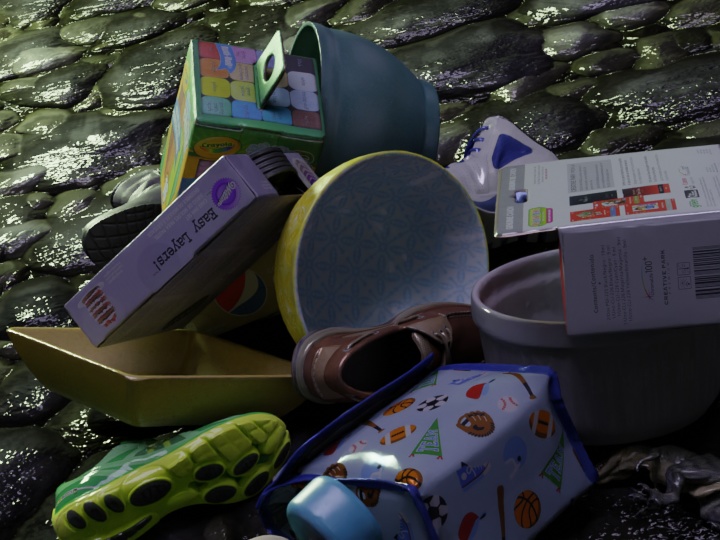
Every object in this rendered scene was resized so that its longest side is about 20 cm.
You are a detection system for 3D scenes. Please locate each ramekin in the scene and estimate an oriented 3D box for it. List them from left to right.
[{"bbox_3d":[0.187,0.057,1.473,0.199,0.106,0.200,-7,16,2],"label":"ramekin"}]

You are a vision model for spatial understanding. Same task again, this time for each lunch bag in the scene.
[{"bbox_3d":[0.038,0.145,1.395,0.170,0.125,0.199,-34,20,-34],"label":"lunch bag"}]

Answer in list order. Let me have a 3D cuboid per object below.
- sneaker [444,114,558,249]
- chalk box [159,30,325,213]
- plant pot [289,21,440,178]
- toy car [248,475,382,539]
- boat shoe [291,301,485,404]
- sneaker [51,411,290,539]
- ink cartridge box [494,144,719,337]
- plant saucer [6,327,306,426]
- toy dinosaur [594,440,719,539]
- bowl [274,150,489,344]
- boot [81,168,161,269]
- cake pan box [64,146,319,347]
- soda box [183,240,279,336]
[{"bbox_3d":[0.107,-0.079,1.765,0.198,0.081,0.116,-6,46,-19],"label":"sneaker"},{"bbox_3d":[-0.106,-0.124,1.749,0.123,0.201,0.125,7,40,-13],"label":"chalk box"},{"bbox_3d":[-0.001,-0.132,1.862,0.133,0.202,0.201,6,24,-15],"label":"plant pot"},{"bbox_3d":[-0.019,0.273,1.191,0.200,0.177,0.184,40,67,22],"label":"toy car"},{"bbox_3d":[0.042,0.071,1.536,0.199,0.076,0.072,-14,11,-32],"label":"boat shoe"},{"bbox_3d":[-0.151,0.152,1.500,0.199,0.074,0.084,-20,33,-14],"label":"sneaker"},{"bbox_3d":[0.189,-0.024,1.406,0.174,0.084,0.200,-5,16,8],"label":"ink cartridge box"},{"bbox_3d":[-0.163,0.089,1.574,0.199,0.049,0.199,3,8,-40],"label":"plant saucer"},{"bbox_3d":[0.245,0.159,1.363,0.199,0.048,0.088,10,29,30],"label":"toy dinosaur"},{"bbox_3d":[0.000,0.000,1.613,0.199,0.201,0.107,-30,18,-29],"label":"bowl"},{"bbox_3d":[-0.218,-0.057,1.930,0.199,0.070,0.131,-19,24,-35],"label":"boot"},{"bbox_3d":[-0.130,-0.021,1.592,0.200,0.052,0.184,-42,-7,17],"label":"cake pan box"},{"bbox_3d":[-0.075,-0.008,1.722,0.199,0.068,0.064,-21,26,14],"label":"soda box"}]
